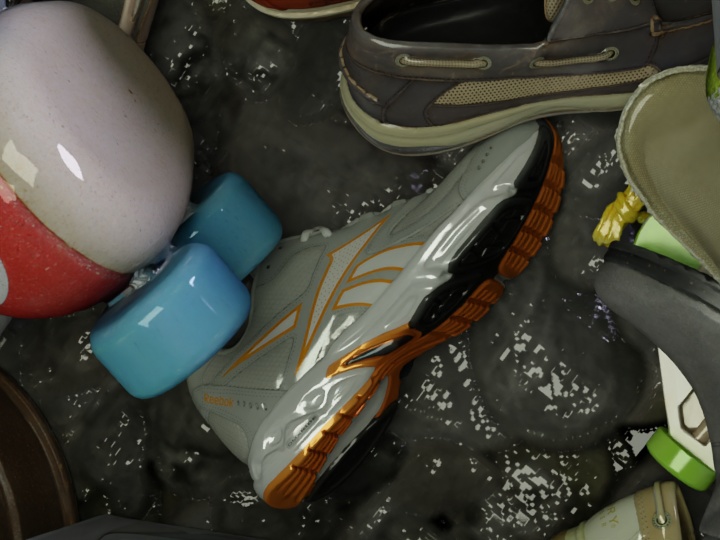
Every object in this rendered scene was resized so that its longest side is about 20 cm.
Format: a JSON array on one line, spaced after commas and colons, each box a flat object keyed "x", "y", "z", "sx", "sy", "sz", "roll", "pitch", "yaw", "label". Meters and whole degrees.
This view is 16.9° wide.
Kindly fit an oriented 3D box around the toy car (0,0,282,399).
[{"x": -0.168, "y": -0.010, "z": 0.973, "sx": 0.200, "sy": 0.177, "sz": 0.184, "roll": -38, "pitch": 102, "yaw": 17, "label": "toy car"}]

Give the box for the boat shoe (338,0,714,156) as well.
[{"x": 0.087, "y": -0.106, "z": 0.978, "sx": 0.200, "sy": 0.073, "sz": 0.075, "roll": -22, "pitch": 62, "yaw": -4, "label": "boat shoe"}]

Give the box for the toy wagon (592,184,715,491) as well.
[{"x": 0.186, "y": 0.029, "z": 0.998, "sx": 0.200, "sy": 0.040, "sz": 0.155, "roll": 39, "pitch": 98, "yaw": 10, "label": "toy wagon"}]

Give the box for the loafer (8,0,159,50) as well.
[{"x": -0.122, "y": -0.117, "z": 1.055, "sx": 0.072, "sy": 0.063, "sz": 0.200, "roll": 28, "pitch": 97, "yaw": 12, "label": "loafer"}]

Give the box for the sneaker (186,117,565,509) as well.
[{"x": 0.000, "y": 0.000, "z": 1.026, "sx": 0.092, "sy": 0.076, "sz": 0.200, "roll": 43, "pitch": 93, "yaw": 22, "label": "sneaker"}]

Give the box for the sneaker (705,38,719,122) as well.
[{"x": 0.191, "y": -0.113, "z": 0.920, "sx": 0.105, "sy": 0.076, "sz": 0.200, "roll": 18, "pitch": 51, "yaw": -2, "label": "sneaker"}]

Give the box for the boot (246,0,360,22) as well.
[{"x": 0.033, "y": -0.153, "z": 0.998, "sx": 0.200, "sy": 0.107, "sz": 0.075, "roll": -17, "pitch": 84, "yaw": 11, "label": "boot"}]

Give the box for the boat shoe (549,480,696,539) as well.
[{"x": 0.149, "y": 0.186, "z": 0.994, "sx": 0.063, "sy": 0.073, "sz": 0.201, "roll": -31, "pitch": 77, "yaw": 16, "label": "boat shoe"}]

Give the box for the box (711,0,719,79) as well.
[{"x": 0.201, "y": -0.148, "z": 0.868, "sx": 0.156, "sy": 0.041, "sz": 0.200, "roll": 6, "pitch": 57, "yaw": -8, "label": "box"}]

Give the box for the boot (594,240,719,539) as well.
[{"x": 0.148, "y": 0.088, "z": 0.948, "sx": 0.200, "sy": 0.070, "sz": 0.132, "roll": 37, "pitch": 94, "yaw": 12, "label": "boot"}]

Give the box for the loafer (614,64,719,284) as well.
[{"x": 0.160, "y": -0.023, "z": 0.904, "sx": 0.076, "sy": 0.068, "sz": 0.200, "roll": -55, "pitch": 47, "yaw": 10, "label": "loafer"}]

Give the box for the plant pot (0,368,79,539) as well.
[{"x": -0.244, "y": 0.124, "z": 1.019, "sx": 0.200, "sy": 0.198, "sz": 0.200, "roll": 0, "pitch": 91, "yaw": 12, "label": "plant pot"}]

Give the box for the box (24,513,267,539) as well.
[{"x": -0.059, "y": 0.168, "z": 0.975, "sx": 0.176, "sy": 0.200, "sz": 0.097, "roll": 7, "pitch": 92, "yaw": 14, "label": "box"}]
